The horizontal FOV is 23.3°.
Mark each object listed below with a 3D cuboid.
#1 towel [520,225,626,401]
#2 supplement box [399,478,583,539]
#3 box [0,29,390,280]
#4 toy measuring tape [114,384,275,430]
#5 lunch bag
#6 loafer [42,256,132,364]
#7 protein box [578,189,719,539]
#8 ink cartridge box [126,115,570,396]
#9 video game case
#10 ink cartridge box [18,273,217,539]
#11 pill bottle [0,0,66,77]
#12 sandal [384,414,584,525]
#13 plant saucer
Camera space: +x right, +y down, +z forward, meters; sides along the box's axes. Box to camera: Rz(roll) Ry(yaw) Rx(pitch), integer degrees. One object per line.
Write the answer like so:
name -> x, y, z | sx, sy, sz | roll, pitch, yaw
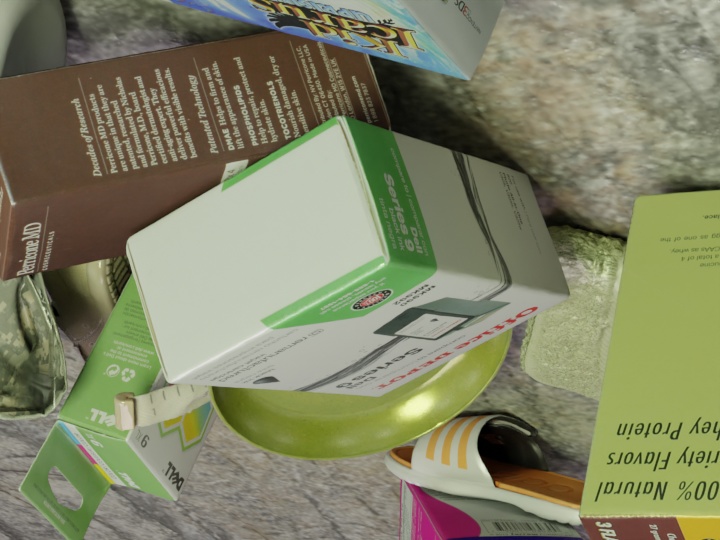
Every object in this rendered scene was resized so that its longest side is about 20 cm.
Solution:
towel -> 0.172, 0.041, 1.081 | 0.148, 0.037, 0.200 | 13, 154, 9
supplement box -> 0.091, 0.216, 1.279 | 0.101, 0.104, 0.200 | 1, -170, -7
box -> -0.094, -0.063, 0.899 | 0.200, 0.075, 0.100 | -11, 161, -18
toy measuring tape -> -0.091, 0.057, 1.165 | 0.200, 0.074, 0.074 | -18, 176, -35
lunch bag -> -0.276, 0.022, 1.170 | 0.200, 0.118, 0.164 | 41, 168, -11
loafer -> -0.183, 0.028, 1.250 | 0.068, 0.076, 0.200 | 18, 143, 16
protein box -> 0.235, 0.073, 0.878 | 0.198, 0.200, 0.135 | -4, 140, 25
ink cartridge box -> 0.000, 0.000, 0.925 | 0.146, 0.084, 0.200 | -29, 160, 27
video game case -> -0.061, -0.155, 0.747 | 0.200, 0.046, 0.181 | 18, 172, 29
ink cartridge box -> -0.145, 0.089, 1.190 | 0.059, 0.200, 0.104 | 15, 155, 22
pill bottle -> -0.271, -0.126, 0.956 | 0.199, 0.109, 0.109 | 12, 154, 11
sandal -> 0.111, 0.136, 1.276 | 0.206, 0.059, 0.079 | 9, -170, 39
plant saucer -> -0.002, 0.046, 1.117 | 0.199, 0.031, 0.200 | -10, 135, -10
